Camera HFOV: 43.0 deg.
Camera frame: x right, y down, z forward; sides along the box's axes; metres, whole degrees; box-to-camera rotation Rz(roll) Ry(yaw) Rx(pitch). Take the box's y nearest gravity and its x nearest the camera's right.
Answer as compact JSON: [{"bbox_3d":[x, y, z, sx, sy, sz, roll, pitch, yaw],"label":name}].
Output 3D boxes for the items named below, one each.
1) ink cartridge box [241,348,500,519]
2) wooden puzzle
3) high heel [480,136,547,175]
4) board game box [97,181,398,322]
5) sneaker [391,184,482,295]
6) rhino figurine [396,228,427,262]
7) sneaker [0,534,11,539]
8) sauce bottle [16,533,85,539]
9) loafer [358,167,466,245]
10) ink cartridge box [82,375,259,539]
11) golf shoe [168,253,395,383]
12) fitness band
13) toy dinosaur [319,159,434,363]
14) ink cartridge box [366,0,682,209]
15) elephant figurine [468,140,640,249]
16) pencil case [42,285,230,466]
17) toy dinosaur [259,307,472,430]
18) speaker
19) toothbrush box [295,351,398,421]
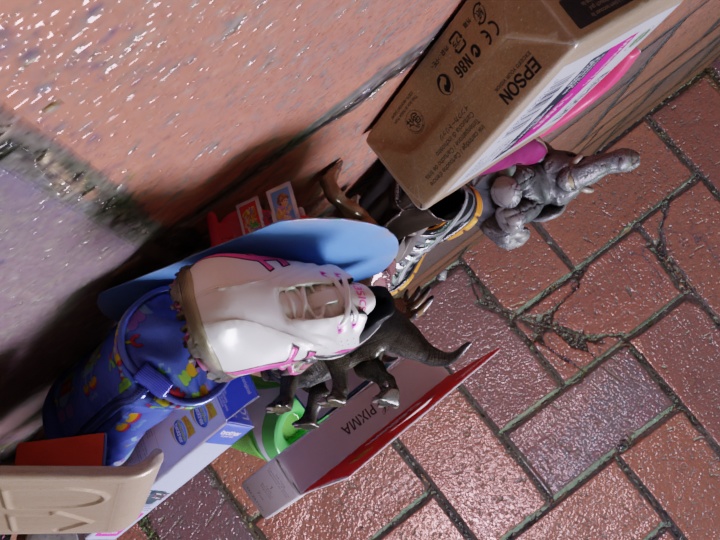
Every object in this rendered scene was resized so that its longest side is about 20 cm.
[{"bbox_3d":[0.007,0.130,0.809,0.200,0.045,0.176,-33,173,-36],"label":"ink cartridge box"},{"bbox_3d":[-0.238,0.141,0.597,0.200,0.046,0.185,0,156,-19],"label":"wooden puzzle"},{"bbox_3d":[0.127,-0.118,0.919,0.096,0.067,0.200,-49,157,10],"label":"high heel"},{"bbox_3d":[-0.074,-0.010,0.613,0.200,0.039,0.158,-20,162,21],"label":"board game box"},{"bbox_3d":[0.053,-0.042,1.093,0.200,0.078,0.077,-42,160,7],"label":"sneaker"},{"bbox_3d":[0.012,-0.030,0.958,0.087,0.060,0.200,-44,170,24],"label":"rhino figurine"},{"bbox_3d":[-0.323,0.216,0.789,0.099,0.071,0.200,-33,169,-2],"label":"sneaker"},{"bbox_3d":[-0.264,0.234,0.790,0.066,0.066,0.200,-35,180,-21],"label":"sauce bottle"},{"bbox_3d":[0.050,-0.063,0.802,0.073,0.071,0.200,-33,165,-33],"label":"loafer"},{"bbox_3d":[-0.162,0.113,0.734,0.200,0.119,0.042,-41,147,19],"label":"ink cartridge box"},{"bbox_3d":[-0.042,0.019,0.546,0.092,0.073,0.200,-21,171,15],"label":"golf shoe"},{"bbox_3d":[0.256,-0.219,1.091,0.144,0.037,0.200,-35,173,-2],"label":"fitness band"},{"bbox_3d":[0.000,0.000,0.723,0.086,0.136,0.200,-36,168,-4],"label":"toy dinosaur"},{"bbox_3d":[0.117,-0.146,0.635,0.165,0.075,0.200,-32,171,-34],"label":"ink cartridge box"},{"bbox_3d":[0.246,-0.118,1.243,0.200,0.155,0.142,-25,147,-24],"label":"elephant figurine"},{"bbox_3d":[-0.158,0.081,0.621,0.200,0.078,0.087,-36,-159,49],"label":"pencil case"},{"bbox_3d":[-0.020,0.056,0.671,0.200,0.102,0.077,-21,148,31],"label":"toy dinosaur"},{"bbox_3d":[-0.126,0.151,0.978,0.200,0.089,0.088,6,-150,46],"label":"speaker"},{"bbox_3d":[-0.042,0.061,0.914,0.085,0.147,0.200,-38,173,2],"label":"toothbrush box"}]
